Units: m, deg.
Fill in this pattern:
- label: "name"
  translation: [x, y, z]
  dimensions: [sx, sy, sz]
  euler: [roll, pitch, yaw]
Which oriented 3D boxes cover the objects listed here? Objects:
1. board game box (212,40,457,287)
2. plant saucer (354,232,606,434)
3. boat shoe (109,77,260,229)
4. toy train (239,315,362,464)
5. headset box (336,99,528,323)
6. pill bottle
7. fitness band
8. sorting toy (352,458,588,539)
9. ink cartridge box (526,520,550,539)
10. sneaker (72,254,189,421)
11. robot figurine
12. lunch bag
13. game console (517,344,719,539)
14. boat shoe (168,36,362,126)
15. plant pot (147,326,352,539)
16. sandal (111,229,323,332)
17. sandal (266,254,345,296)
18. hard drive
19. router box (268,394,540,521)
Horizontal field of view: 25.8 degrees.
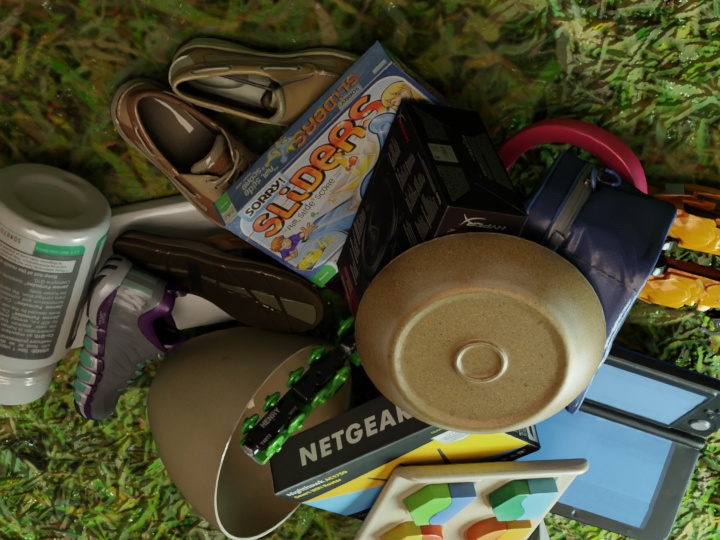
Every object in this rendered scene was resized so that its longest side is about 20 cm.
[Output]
- label: "board game box"
  translation: [-0.011, -0.087, 1.347]
  dimensions: [0.200, 0.034, 0.135]
  euler: [-44, 136, 14]
- label: "plant saucer"
  translation: [0.094, 0.062, 1.237]
  dimensions: [0.200, 0.035, 0.201]
  euler: [2, 126, 3]
- label: "boat shoe"
  translation: [-0.131, -0.091, 1.368]
  dimensions: [0.200, 0.072, 0.076]
  euler: [35, 86, -18]
- label: "toy train"
  translation: [-0.036, 0.098, 1.399]
  dimensions: [0.042, 0.200, 0.056]
  euler: [39, 155, 13]
- label: "headset box"
  translation: [0.051, -0.015, 1.307]
  dimensions: [0.077, 0.149, 0.200]
  euler: [6, 127, -21]
- label: "pill bottle"
  translation: [-0.300, 0.015, 1.403]
  dimensions: [0.113, 0.113, 0.200]
  euler: [18, 120, -8]
- label: "fitness band"
  translation: [0.169, -0.044, 1.388]
  dimensions: [0.143, 0.037, 0.200]
  euler: [29, 125, 7]
- label: "sorting toy"
  translation: [0.097, 0.228, 1.462]
  dimensions: [0.185, 0.037, 0.200]
  euler: [0, 150, -19]
- label: "ink cartridge box"
  translation: [0.171, 0.367, 1.605]
  dimensions: [0.083, 0.145, 0.200]
  euler: [-14, 120, 13]
- label: "sneaker"
  translation: [-0.210, 0.078, 1.446]
  dimensions: [0.087, 0.075, 0.200]
  euler: [19, 134, 4]
- label: "robot figurine"
  translation: [0.319, -0.014, 1.411]
  dimensions: [0.199, 0.058, 0.145]
  euler: [14, 122, -4]
- label: "lunch bag"
  translation: [0.166, 0.000, 1.308]
  dimensions: [0.132, 0.136, 0.200]
  euler: [26, 123, 8]
- label: "game console"
  translation: [0.241, 0.161, 1.483]
  dimensions: [0.199, 0.119, 0.171]
  euler: [18, 154, -8]
- label: "boat shoe"
  translation: [-0.064, -0.148, 1.338]
  dimensions: [0.199, 0.076, 0.072]
  euler: [4, 119, -3]
- label: "plant pot"
  translation: [-0.120, 0.133, 1.470]
  dimensions: [0.134, 0.200, 0.201]
  euler: [25, 127, 27]
- label: "sandal"
  translation: [-0.125, -0.002, 1.418]
  dimensions: [0.199, 0.055, 0.082]
  euler: [15, 142, 12]
- label: "sandal"
  translation: [-0.001, 0.001, 1.444]
  dimensions: [0.200, 0.048, 0.076]
  euler: [1, 122, 3]
- label: "hard drive"
  translation: [-0.203, 0.000, 1.469]
  dimensions: [0.199, 0.027, 0.132]
  euler: [-10, 120, 10]
- label: "router box"
  translation: [0.039, 0.160, 1.414]
  dimensions: [0.200, 0.051, 0.149]
  euler: [-27, 149, 26]
